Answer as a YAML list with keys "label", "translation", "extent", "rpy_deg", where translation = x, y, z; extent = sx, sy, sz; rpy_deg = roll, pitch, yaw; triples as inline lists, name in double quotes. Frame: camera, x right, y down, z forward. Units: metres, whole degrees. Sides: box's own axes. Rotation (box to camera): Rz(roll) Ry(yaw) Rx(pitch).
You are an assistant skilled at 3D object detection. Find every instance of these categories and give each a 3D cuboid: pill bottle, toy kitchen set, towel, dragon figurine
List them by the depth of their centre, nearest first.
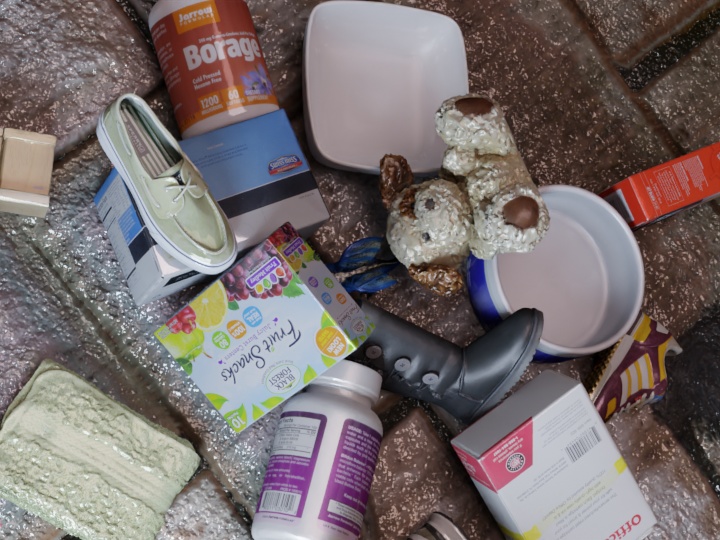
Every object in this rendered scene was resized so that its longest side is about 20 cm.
- label: "toy kitchen set"
  translation: [-0.401, -0.085, 1.483]
  extent: [0.199, 0.180, 0.164]
  rpy_deg: [8, 75, -16]
- label: "towel"
  translation: [-0.275, 0.196, 1.544]
  extent: [0.200, 0.036, 0.149]
  rpy_deg: [33, 68, -11]
- label: "pill bottle"
  translation: [-0.039, 0.198, 1.598]
  extent: [0.112, 0.112, 0.201]
  rpy_deg: [20, 70, -16]
- label: "pill bottle"
  translation: [-0.166, -0.242, 1.656]
  extent: [0.112, 0.112, 0.201]
  rpy_deg: [-15, 83, -24]
- label: "dragon figurine"
  translation: [0.000, 0.000, 1.669]
  extent: [0.199, 0.099, 0.059]
  rpy_deg: [-18, 84, -25]

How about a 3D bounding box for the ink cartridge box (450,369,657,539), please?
- label: "ink cartridge box"
  translation: [0.213, 0.234, 1.666]
  extent: [0.145, 0.083, 0.201]
  rpy_deg: [-35, 108, -14]

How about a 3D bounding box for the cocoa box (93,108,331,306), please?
- label: "cocoa box"
  translation: [-0.159, -0.067, 1.602]
  extent: [0.199, 0.133, 0.132]
  rpy_deg: [-21, 84, -24]

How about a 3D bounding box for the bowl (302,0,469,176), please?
- label: "bowl"
  translation: [0.020, -0.200, 1.742]
  extent: [0.199, 0.075, 0.201]
  rpy_deg: [3, 75, -22]

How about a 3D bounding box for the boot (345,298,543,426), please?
- label: "boot"
  translation: [0.078, 0.075, 1.662]
  extent: [0.199, 0.165, 0.066]
  rpy_deg: [25, 24, -13]

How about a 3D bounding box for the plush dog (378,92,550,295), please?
- label: "plush dog"
  translation: [0.108, -0.066, 1.658]
  extent: [0.171, 0.161, 0.201]
  rpy_deg: [-24, 64, 5]

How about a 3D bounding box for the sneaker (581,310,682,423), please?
- label: "sneaker"
  translation: [0.309, 0.141, 1.773]
  extent: [0.090, 0.075, 0.200]
  rpy_deg: [36, 67, -4]

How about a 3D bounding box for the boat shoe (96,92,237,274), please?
- label: "boat shoe"
  translation: [-0.190, -0.084, 1.487]
  extent: [0.072, 0.062, 0.200]
  rpy_deg: [-38, 90, -23]

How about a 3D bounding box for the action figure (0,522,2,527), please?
- label: "action figure"
  translation: [-0.427, 0.187, 1.471]
  extent: [0.200, 0.134, 0.149]
  rpy_deg: [44, 23, -19]

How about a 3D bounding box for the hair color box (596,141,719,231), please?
- label: "hair color box"
  translation: [0.390, -0.104, 1.852]
  extent: [0.199, 0.101, 0.061]
  rpy_deg: [-22, 85, -25]

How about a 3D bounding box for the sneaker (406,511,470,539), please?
- label: "sneaker"
  translation: [0.107, 0.372, 1.645]
  extent: [0.115, 0.076, 0.201]
  rpy_deg: [-40, 85, -17]

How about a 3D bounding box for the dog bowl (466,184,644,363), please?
- label: "dog bowl"
  translation: [0.227, 0.006, 1.771]
  extent: [0.199, 0.079, 0.201]
  rpy_deg: [5, 75, -20]

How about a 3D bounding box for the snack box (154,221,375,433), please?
- label: "snack box"
  translation: [-0.101, 0.062, 1.560]
  extent: [0.142, 0.200, 0.053]
  rpy_deg: [49, 37, -4]
